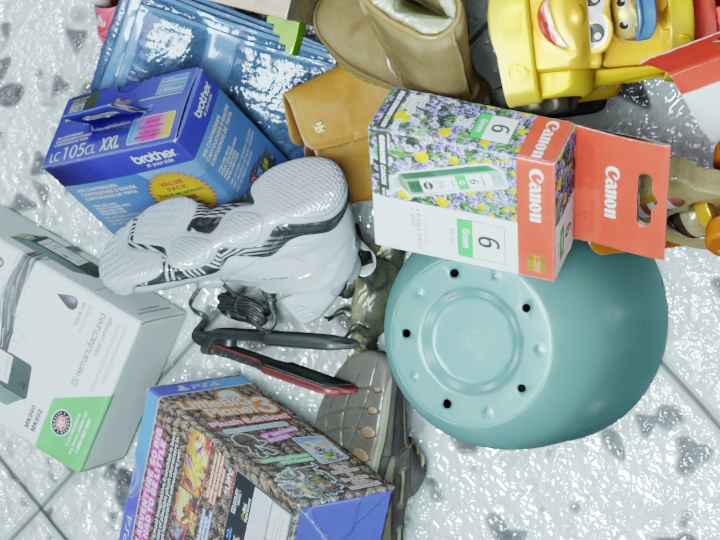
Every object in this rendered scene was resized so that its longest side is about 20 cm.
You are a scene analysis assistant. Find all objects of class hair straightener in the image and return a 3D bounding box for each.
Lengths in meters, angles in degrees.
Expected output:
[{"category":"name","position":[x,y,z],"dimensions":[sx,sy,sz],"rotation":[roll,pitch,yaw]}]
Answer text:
[{"category":"hair straightener","position":[-0.072,0.042,1.726],"dimensions":[0.200,0.041,0.077],"rotation":[16,102,50]}]

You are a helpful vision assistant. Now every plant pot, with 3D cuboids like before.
[{"category":"plant pot","position":[0.109,0.042,1.615],"dimensions":[0.200,0.161,0.201],"rotation":[3,96,23]}]

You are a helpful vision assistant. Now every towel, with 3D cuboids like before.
[{"category":"towel","position":[-0.104,-0.147,1.708],"dimensions":[0.200,0.049,0.112],"rotation":[20,106,-5]}]

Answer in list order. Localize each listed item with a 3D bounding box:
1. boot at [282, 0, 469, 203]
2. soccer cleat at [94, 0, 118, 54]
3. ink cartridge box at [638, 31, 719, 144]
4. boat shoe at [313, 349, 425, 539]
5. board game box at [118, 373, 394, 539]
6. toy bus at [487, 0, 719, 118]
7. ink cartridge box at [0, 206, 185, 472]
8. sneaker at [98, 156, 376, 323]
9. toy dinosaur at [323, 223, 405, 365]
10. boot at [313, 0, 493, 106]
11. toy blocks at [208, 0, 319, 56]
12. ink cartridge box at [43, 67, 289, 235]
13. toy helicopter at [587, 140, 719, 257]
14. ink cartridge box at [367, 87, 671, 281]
[{"category":"boot","position":[0.009,-0.153,1.650],"dimensions":[0.144,0.071,0.201],"rotation":[-13,98,-16]},{"category":"soccer cleat","position":[-0.186,-0.176,1.757],"dimensions":[0.067,0.076,0.200],"rotation":[23,103,57]},{"category":"ink cartridge box","position":[0.299,-0.135,1.489],"dimensions":[0.162,0.200,0.050],"rotation":[-19,80,24]},{"category":"boat shoe","position":[0.008,0.153,1.719],"dimensions":[0.074,0.073,0.200],"rotation":[31,117,42]},{"category":"board game box","position":[-0.086,0.198,1.702],"dimensions":[0.200,0.097,0.160],"rotation":[33,119,42]},{"category":"toy bus","position":[0.187,-0.178,1.542],"dimensions":[0.192,0.200,0.136],"rotation":[-3,94,15]},{"category":"ink cartridge box","position":[-0.268,0.055,1.821],"dimensions":[0.200,0.084,0.146],"rotation":[29,106,19]},{"category":"sneaker","position":[-0.087,-0.005,1.630],"dimensions":[0.200,0.115,0.075],"rotation":[-20,45,11]},{"category":"toy dinosaur","position":[0.000,0.000,1.712],"dimensions":[0.088,0.047,0.200],"rotation":[17,104,-16]},{"category":"boot","position":[0.020,-0.180,1.518],"dimensions":[0.175,0.200,0.066],"rotation":[35,84,20]},{"category":"toy blocks","position":[-0.098,-0.224,1.624],"dimensions":[0.137,0.200,0.100],"rotation":[15,96,9]},{"category":"ink cartridge box","position":[-0.146,-0.078,1.684],"dimensions":[0.136,0.200,0.076],"rotation":[-10,49,34]},{"category":"toy helicopter","position":[0.195,-0.051,1.559],"dimensions":[0.200,0.132,0.079],"rotation":[12,69,-7]},{"category":"ink cartridge box","position":[0.107,-0.052,1.494],"dimensions":[0.200,0.050,0.109],"rotation":[13,135,18]}]
